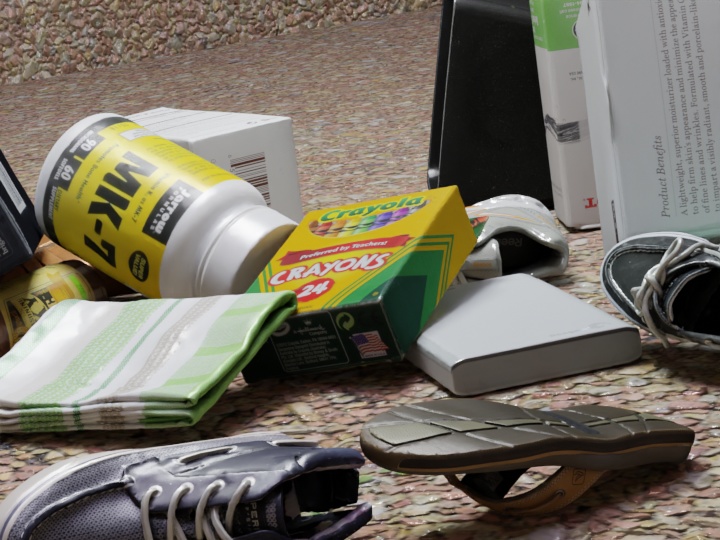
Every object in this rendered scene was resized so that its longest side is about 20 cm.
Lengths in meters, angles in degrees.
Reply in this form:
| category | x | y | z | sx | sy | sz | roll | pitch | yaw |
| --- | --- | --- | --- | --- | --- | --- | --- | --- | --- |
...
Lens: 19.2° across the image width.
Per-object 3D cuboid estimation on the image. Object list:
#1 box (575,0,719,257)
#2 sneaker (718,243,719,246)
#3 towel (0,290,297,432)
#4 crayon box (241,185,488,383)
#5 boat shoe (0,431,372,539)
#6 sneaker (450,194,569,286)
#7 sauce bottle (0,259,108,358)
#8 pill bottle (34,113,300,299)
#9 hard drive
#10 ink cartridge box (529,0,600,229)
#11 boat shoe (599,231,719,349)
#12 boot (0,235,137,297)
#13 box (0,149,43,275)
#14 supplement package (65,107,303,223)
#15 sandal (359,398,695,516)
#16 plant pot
| category | x | y | z | sx | sy | sz | roll | pitch | yaw |
| --- | --- | --- | --- | --- | --- | --- | --- | --- | --- |
| box | 0.238 | -0.114 | 1.577 | 0.131 | 0.199 | 0.200 | -7 | -4 | 2 |
| sneaker | 0.252 | -0.019 | 1.428 | 0.074 | 0.118 | 0.200 | -17 | 15 | -32 |
| towel | -0.157 | 0.055 | 1.415 | 0.200 | 0.031 | 0.149 | -5 | 30 | 32 |
| crayon box | 0.000 | 0.000 | 1.500 | 0.127 | 0.051 | 0.200 | -10 | 24 | 27 |
| boat shoe | -0.088 | 0.123 | 1.085 | 0.200 | 0.075 | 0.093 | -16 | 8 | -35 |
| sneaker | 0.065 | -0.014 | 1.626 | 0.200 | 0.076 | 0.092 | -11 | 18 | -12 |
| sauce bottle | -0.268 | 0.045 | 1.571 | 0.065 | 0.065 | 0.200 | 1 | 17 | 32 |
| pill bottle | -0.141 | -0.033 | 1.612 | 0.200 | 0.114 | 0.114 | 28 | 31 | 30 |
| hard drive | 0.093 | 0.041 | 1.466 | 0.132 | 0.026 | 0.200 | -11 | 13 | -15 |
| ink cartridge box | 0.231 | -0.146 | 1.822 | 0.145 | 0.200 | 0.084 | -8 | 10 | -3 |
| boat shoe | 0.210 | 0.017 | 1.349 | 0.068 | 0.074 | 0.199 | 21 | 8 | -37 |
| boot | -0.213 | 0.006 | 1.715 | 0.155 | 0.074 | 0.200 | -24 | 17 | -39 |
| box | -0.354 | -0.020 | 1.611 | 0.200 | 0.118 | 0.197 | -29 | 8 | -1 |
| supplement package | -0.160 | -0.078 | 1.926 | 0.117 | 0.117 | 0.200 | -17 | 16 | -38 |
| sandal | 0.093 | 0.104 | 1.146 | 0.200 | 0.055 | 0.082 | 2 | 12 | -34 |
| plant pot | 0.159 | -0.158 | 1.965 | 0.177 | 0.200 | 0.200 | 3 | 12 | -2 |
